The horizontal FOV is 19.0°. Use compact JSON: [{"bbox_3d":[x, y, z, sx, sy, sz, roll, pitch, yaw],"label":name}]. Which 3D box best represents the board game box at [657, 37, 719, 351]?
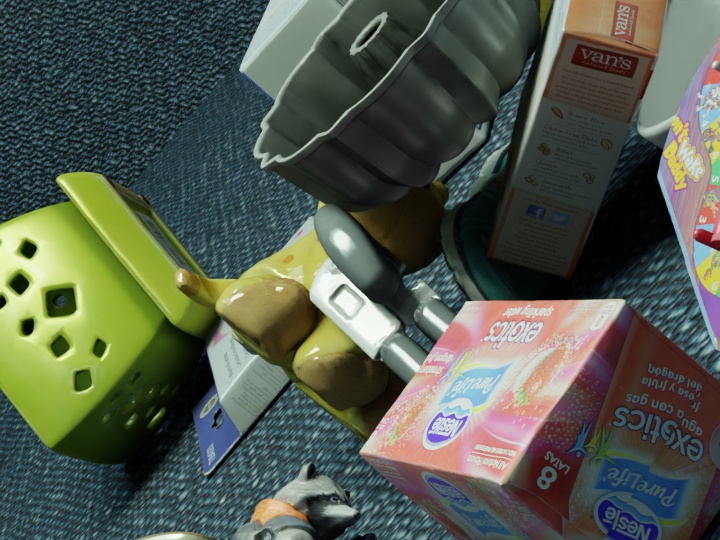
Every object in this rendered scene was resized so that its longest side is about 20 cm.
[{"bbox_3d":[0.189,-0.060,1.007,0.158,0.039,0.201,-48,36,34],"label":"board game box"}]

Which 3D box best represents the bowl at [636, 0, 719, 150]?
[{"bbox_3d":[0.245,-0.149,1.146,0.200,0.074,0.200,-36,23,44],"label":"bowl"}]

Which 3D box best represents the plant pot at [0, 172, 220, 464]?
[{"bbox_3d":[-0.232,0.034,1.885,0.181,0.200,0.199,-42,-14,4],"label":"plant pot"}]

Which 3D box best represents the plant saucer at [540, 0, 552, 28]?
[{"bbox_3d":[0.199,-0.210,1.392,0.199,0.049,0.200,-19,-11,-42],"label":"plant saucer"}]

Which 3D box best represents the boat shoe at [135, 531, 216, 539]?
[{"bbox_3d":[-0.171,0.243,1.500,0.199,0.072,0.065,-28,47,29],"label":"boat shoe"}]

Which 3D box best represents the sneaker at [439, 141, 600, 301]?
[{"bbox_3d":[0.105,-0.035,1.328,0.079,0.078,0.201,-30,22,33],"label":"sneaker"}]

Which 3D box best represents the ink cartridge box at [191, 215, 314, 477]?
[{"bbox_3d":[-0.082,0.056,1.760,0.200,0.043,0.196,-48,14,3],"label":"ink cartridge box"}]

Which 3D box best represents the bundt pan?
[{"bbox_3d":[0.031,-0.116,1.259,0.202,0.076,0.202,-44,18,19],"label":"bundt pan"}]

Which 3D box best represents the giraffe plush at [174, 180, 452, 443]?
[{"bbox_3d":[0.000,0.000,1.353,0.163,0.172,0.200,-51,29,-6],"label":"giraffe plush"}]

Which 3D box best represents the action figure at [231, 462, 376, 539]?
[{"bbox_3d":[-0.037,0.186,1.136,0.200,0.104,0.194,-39,27,48],"label":"action figure"}]

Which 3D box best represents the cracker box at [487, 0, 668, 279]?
[{"bbox_3d":[0.127,-0.109,1.221,0.201,0.057,0.135,104,-179,-53],"label":"cracker box"}]

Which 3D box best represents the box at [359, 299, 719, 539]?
[{"bbox_3d":[0.089,0.081,1.008,0.103,0.095,0.200,-54,14,-11],"label":"box"}]

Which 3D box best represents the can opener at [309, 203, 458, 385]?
[{"bbox_3d":[0.032,0.038,1.191,0.053,0.066,0.200,-47,52,0],"label":"can opener"}]

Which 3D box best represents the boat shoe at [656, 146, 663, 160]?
[{"bbox_3d":[0.190,-0.117,1.276,0.073,0.065,0.200,-44,15,25],"label":"boat shoe"}]

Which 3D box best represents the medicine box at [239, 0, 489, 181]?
[{"bbox_3d":[0.015,-0.177,1.757,0.103,0.182,0.200,-43,15,27],"label":"medicine box"}]
